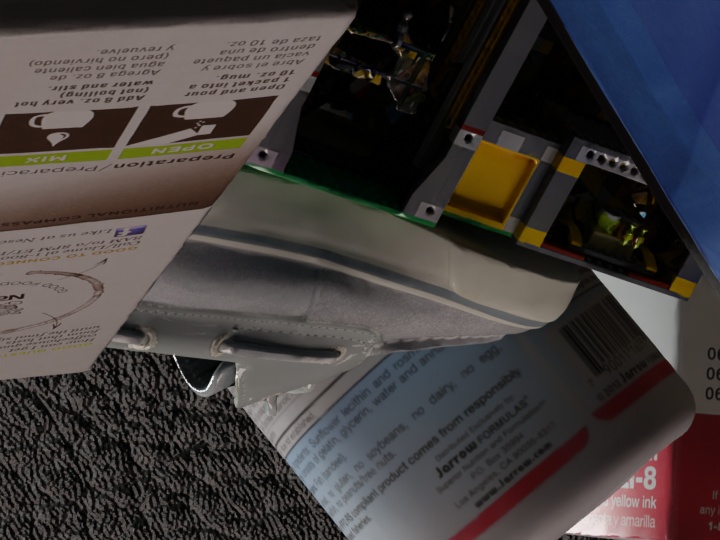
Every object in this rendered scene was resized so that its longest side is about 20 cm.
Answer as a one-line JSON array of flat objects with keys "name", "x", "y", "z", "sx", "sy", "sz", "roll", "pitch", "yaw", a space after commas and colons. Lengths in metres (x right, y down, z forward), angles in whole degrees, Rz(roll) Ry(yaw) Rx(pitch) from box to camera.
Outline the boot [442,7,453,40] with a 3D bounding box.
[{"name": "boot", "x": 0.005, "y": -0.087, "z": 0.901, "sx": 0.130, "sy": 0.068, "sz": 0.200, "roll": 14, "pitch": 172, "yaw": -32}]

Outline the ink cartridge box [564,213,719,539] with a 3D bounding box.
[{"name": "ink cartridge box", "x": 0.132, "y": -0.001, "z": 1.001, "sx": 0.145, "sy": 0.201, "sz": 0.144, "roll": 6, "pitch": 175, "yaw": -30}]

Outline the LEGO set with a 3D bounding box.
[{"name": "LEGO set", "x": 0.038, "y": -0.084, "z": 0.726, "sx": 0.199, "sy": 0.116, "sz": 0.154, "roll": 21, "pitch": -159, "yaw": -21}]

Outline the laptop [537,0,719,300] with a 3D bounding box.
[{"name": "laptop", "x": 0.040, "y": -0.065, "z": 0.542, "sx": 0.199, "sy": 0.104, "sz": 0.177, "roll": 7, "pitch": 165, "yaw": -26}]

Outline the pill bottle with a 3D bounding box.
[{"name": "pill bottle", "x": 0.000, "y": 0.000, "z": 0.828, "sx": 0.109, "sy": 0.200, "sz": 0.109, "roll": -38, "pitch": 172, "yaw": -6}]

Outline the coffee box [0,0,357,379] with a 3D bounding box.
[{"name": "coffee box", "x": -0.072, "y": -0.057, "z": 0.488, "sx": 0.079, "sy": 0.114, "sz": 0.200, "roll": -5, "pitch": 164, "yaw": -19}]

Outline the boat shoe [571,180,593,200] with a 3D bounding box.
[{"name": "boat shoe", "x": 0.140, "y": -0.057, "z": 0.821, "sx": 0.200, "sy": 0.064, "sz": 0.074, "roll": -14, "pitch": 180, "yaw": 26}]

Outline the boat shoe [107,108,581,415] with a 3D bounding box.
[{"name": "boat shoe", "x": -0.032, "y": -0.002, "z": 0.716, "sx": 0.200, "sy": 0.072, "sz": 0.070, "roll": 12, "pitch": -155, "yaw": -38}]
